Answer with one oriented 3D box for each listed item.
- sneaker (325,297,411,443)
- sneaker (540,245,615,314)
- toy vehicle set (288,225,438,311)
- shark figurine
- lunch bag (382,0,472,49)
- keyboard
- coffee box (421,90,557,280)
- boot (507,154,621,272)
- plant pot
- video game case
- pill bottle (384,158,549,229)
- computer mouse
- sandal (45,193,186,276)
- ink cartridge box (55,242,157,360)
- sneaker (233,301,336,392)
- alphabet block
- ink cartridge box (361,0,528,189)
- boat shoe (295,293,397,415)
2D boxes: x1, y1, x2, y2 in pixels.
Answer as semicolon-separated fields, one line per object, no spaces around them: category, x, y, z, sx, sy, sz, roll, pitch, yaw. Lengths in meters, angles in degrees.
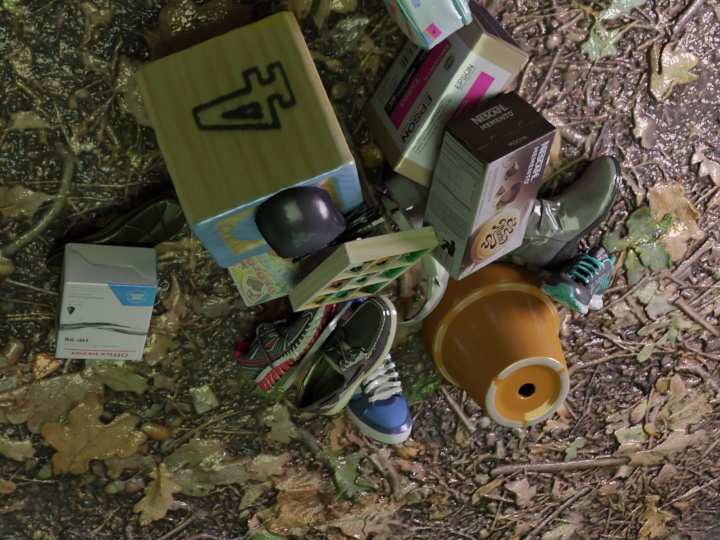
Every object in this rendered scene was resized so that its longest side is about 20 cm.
sneaker;0.016;0.123;1.575;0.080;0.200;0.147;-13;137;-22
sneaker;0.316;0.006;1.626;0.077;0.200;0.091;29;103;17
toy vehicle set;0.000;0.000;1.434;0.124;0.027;0.200;-12;167;-27
shark figurine;0.099;-0.008;1.597;0.128;0.090;0.215;7;117;20
lunch bag;0.048;-0.348;1.282;0.077;0.200;0.161;-30;123;3
keyboard;-0.062;0.105;1.588;0.011;0.056;0.200;36;142;0
coffee box;0.148;-0.099;1.359;0.113;0.080;0.200;-27;148;-29
boot;0.265;-0.088;1.591;0.130;0.068;0.200;18;118;-27
plant pot;0.208;0.121;1.641;0.199;0.183;0.201;-7;124;-11
video game case;-0.105;-0.062;1.489;0.181;0.023;0.200;-18;117;12
pill bottle;0.136;-0.134;1.490;0.200;0.112;0.112;-33;125;0
computer mouse;-0.052;-0.043;1.290;0.138;0.053;0.200;-24;166;11
sandal;-0.312;-0.049;1.462;0.200;0.055;0.082;-31;138;15
ink cartridge box;-0.334;0.056;1.484;0.115;0.067;0.200;3;140;-18
sneaker;-0.105;0.089;1.575;0.075;0.081;0.200;42;122;-3
alphabet block;-0.123;-0.146;1.323;0.196;0.201;0.195;-21;165;-3
ink cartridge box;0.098;-0.225;1.397;0.075;0.165;0.200;23;113;-27
boat shoe;-0.021;0.119;1.527;0.066;0.072;0.201;-7;136;-53
